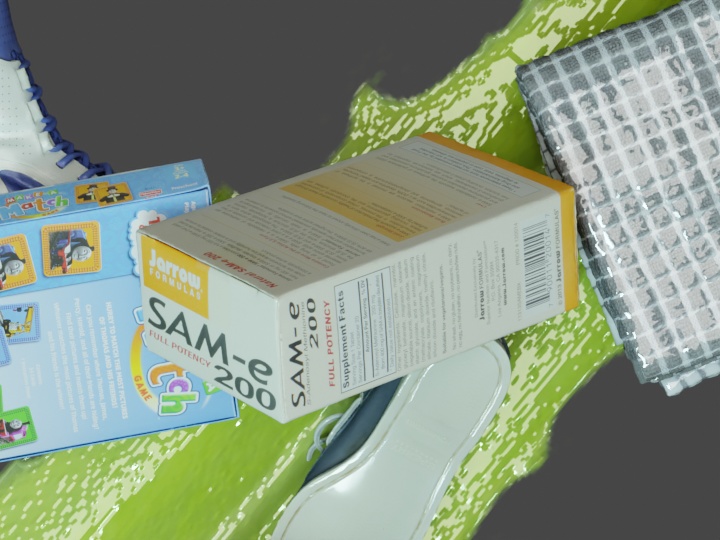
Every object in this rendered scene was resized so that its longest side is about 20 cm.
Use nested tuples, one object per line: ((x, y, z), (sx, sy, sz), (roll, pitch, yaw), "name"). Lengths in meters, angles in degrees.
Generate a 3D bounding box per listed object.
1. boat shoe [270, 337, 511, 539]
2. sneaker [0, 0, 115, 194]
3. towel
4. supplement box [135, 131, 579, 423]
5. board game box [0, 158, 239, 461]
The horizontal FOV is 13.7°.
((0.012, 0.101, 1.637), (0.075, 0.062, 0.200), (27, 109, -10), "boat shoe")
((-0.179, -0.060, 1.645), (0.115, 0.081, 0.200), (-1, 94, -4), "sneaker")
((0.193, -0.049, 1.639), (0.165, 0.086, 0.200), (-23, 88, -1), "towel")
((0.000, 0.000, 1.567), (0.200, 0.126, 0.074), (-20, 118, -32), "supplement box")
((-0.172, 0.028, 1.608), (0.200, 0.037, 0.151), (-10, 122, -7), "board game box")
